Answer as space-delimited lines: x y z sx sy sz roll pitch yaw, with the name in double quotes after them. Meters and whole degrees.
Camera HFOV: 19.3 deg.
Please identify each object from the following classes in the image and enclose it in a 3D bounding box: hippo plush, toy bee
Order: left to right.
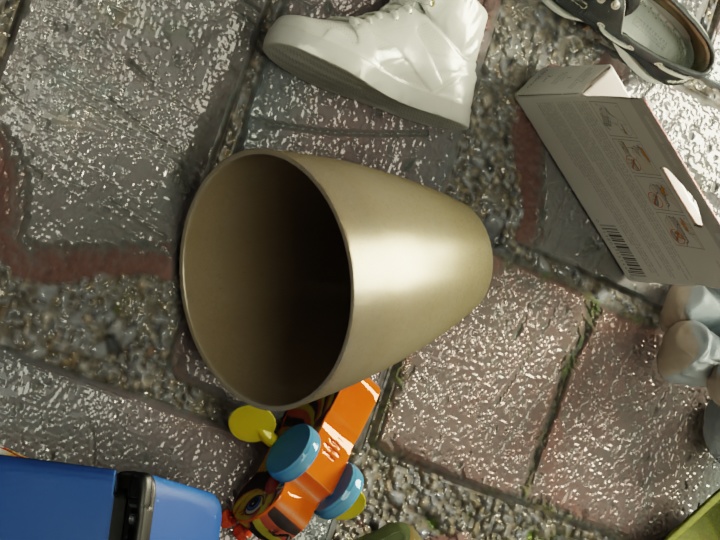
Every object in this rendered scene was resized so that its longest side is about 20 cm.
-0.061 0.158 1.598 0.131 0.108 0.200 59 41 -12 "toy bee"
0.348 0.081 1.823 0.199 0.160 0.161 -27 138 -11 "hippo plush"

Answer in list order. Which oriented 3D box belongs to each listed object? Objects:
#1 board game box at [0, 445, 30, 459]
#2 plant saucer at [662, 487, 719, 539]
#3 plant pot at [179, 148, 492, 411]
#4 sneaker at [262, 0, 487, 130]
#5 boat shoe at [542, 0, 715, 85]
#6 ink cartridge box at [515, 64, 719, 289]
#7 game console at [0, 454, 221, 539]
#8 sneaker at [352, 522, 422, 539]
-0.271 0.198 1.494 0.199 0.046 0.152 30 79 -29 "board game box"
0.286 0.313 1.835 0.200 0.048 0.200 -38 112 -23 "plant saucer"
0.000 0.000 1.579 0.199 0.187 0.189 -6 97 -44 "plant pot"
0.015 -0.189 1.624 0.199 0.073 0.116 18 83 -40 "sneaker"
0.216 -0.223 1.741 0.199 0.060 0.076 31 79 -29 "boat shoe"
0.232 -0.073 1.697 0.045 0.176 0.200 -43 114 -21 "ink cartridge box"
-0.195 0.242 1.489 0.171 0.118 0.201 29 66 -61 "game console"
-0.039 0.247 1.623 0.200 0.067 0.090 -42 118 -18 "sneaker"
